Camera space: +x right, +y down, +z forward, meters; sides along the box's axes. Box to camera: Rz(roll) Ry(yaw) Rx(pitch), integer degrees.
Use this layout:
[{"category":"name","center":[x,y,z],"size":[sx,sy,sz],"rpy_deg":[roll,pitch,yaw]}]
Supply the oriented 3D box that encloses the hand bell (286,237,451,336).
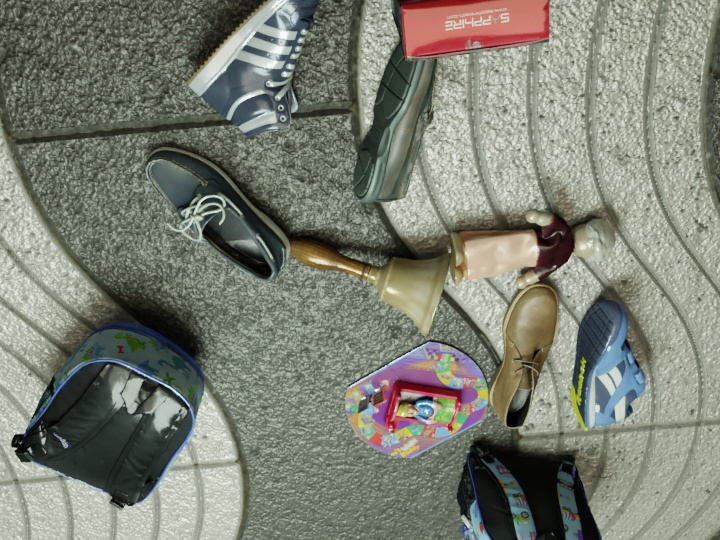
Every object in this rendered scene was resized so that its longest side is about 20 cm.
[{"category":"hand bell","center":[0.000,0.000,0.912],"size":[0.199,0.104,0.105],"rpy_deg":[17,117,2]}]

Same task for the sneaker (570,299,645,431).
[{"category":"sneaker","center":[0.328,0.121,0.985],"size":[0.082,0.074,0.201],"rpy_deg":[-4,125,-2]}]

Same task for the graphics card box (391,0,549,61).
[{"category":"graphics card box","center":[0.093,-0.250,0.705],"size":[0.124,0.200,0.051],"rpy_deg":[-7,119,3]}]

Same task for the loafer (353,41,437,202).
[{"category":"loafer","center":[0.048,-0.164,0.834],"size":[0.062,0.072,0.201],"rpy_deg":[4,127,-26]}]

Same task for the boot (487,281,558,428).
[{"category":"boot","center":[0.216,0.113,0.973],"size":[0.073,0.076,0.201],"rpy_deg":[8,114,-3]}]

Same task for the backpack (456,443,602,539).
[{"category":"backpack","center":[0.228,0.354,1.030],"size":[0.181,0.200,0.135],"rpy_deg":[9,118,-7]}]

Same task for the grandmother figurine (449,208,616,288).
[{"category":"grandmother figurine","center":[0.209,-0.030,0.910],"size":[0.198,0.061,0.122],"rpy_deg":[-6,146,-2]}]

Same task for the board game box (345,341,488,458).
[{"category":"board game box","center":[0.080,0.193,1.030],"size":[0.199,0.039,0.158],"rpy_deg":[-31,115,14]}]

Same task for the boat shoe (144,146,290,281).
[{"category":"boat shoe","center":[-0.169,-0.061,0.870],"size":[0.075,0.062,0.200],"rpy_deg":[-39,105,25]}]

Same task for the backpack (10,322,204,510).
[{"category":"backpack","center":[-0.295,0.164,0.943],"size":[0.182,0.147,0.200],"rpy_deg":[33,116,-16]}]

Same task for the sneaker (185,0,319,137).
[{"category":"sneaker","center":[-0.079,-0.223,0.787],"size":[0.200,0.070,0.109],"rpy_deg":[-36,109,24]}]
